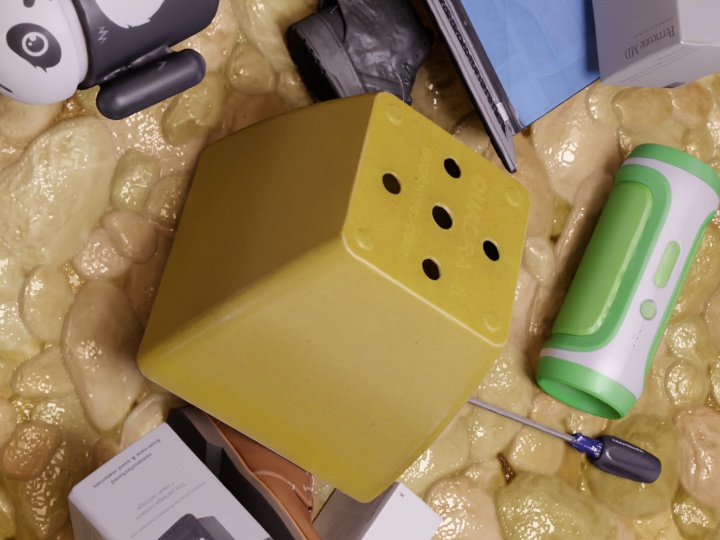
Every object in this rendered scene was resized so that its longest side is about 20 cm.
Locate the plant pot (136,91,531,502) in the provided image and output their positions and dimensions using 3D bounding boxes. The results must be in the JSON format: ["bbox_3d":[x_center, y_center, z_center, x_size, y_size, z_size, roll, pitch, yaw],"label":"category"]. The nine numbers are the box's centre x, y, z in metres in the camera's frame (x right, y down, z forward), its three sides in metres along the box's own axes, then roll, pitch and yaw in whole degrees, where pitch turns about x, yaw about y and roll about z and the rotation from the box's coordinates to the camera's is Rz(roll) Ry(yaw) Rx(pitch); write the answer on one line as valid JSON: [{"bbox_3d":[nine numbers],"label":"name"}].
[{"bbox_3d":[0.000,0.000,1.279,0.199,0.176,0.201,32,49,-22],"label":"plant pot"}]

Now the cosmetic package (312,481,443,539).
[{"bbox_3d":[-0.029,0.239,1.350,0.051,0.082,0.200,42,72,-20],"label":"cosmetic package"}]

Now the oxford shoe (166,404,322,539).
[{"bbox_3d":[-0.054,0.153,1.290,0.071,0.200,0.072,-12,136,-31],"label":"oxford shoe"}]

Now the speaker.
[{"bbox_3d":[0.204,0.008,1.472,0.088,0.088,0.201,30,76,-23],"label":"speaker"}]

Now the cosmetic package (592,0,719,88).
[{"bbox_3d":[0.232,-0.247,1.462,0.081,0.113,0.202,2,76,-27],"label":"cosmetic package"}]

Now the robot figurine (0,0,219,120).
[{"bbox_3d":[-0.171,-0.190,1.261,0.199,0.150,0.125,-31,138,-24],"label":"robot figurine"}]

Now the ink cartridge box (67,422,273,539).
[{"bbox_3d":[-0.092,0.219,1.233,0.083,0.146,0.200,-35,66,-24],"label":"ink cartridge box"}]

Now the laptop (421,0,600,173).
[{"bbox_3d":[0.116,-0.197,1.419,0.115,0.200,0.188,-26,102,9],"label":"laptop"}]

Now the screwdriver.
[{"bbox_3d":[0.150,0.121,1.476,0.199,0.028,0.029,26,47,-23],"label":"screwdriver"}]

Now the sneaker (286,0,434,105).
[{"bbox_3d":[0.020,-0.141,1.395,0.104,0.060,0.201,-33,98,-21],"label":"sneaker"}]
